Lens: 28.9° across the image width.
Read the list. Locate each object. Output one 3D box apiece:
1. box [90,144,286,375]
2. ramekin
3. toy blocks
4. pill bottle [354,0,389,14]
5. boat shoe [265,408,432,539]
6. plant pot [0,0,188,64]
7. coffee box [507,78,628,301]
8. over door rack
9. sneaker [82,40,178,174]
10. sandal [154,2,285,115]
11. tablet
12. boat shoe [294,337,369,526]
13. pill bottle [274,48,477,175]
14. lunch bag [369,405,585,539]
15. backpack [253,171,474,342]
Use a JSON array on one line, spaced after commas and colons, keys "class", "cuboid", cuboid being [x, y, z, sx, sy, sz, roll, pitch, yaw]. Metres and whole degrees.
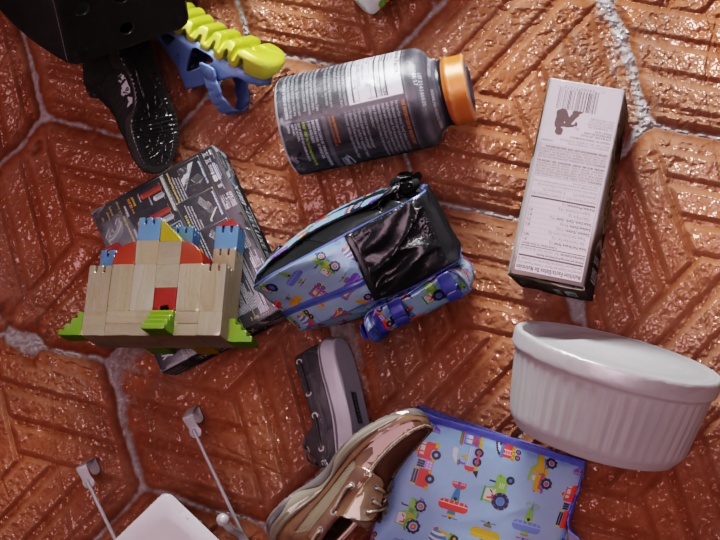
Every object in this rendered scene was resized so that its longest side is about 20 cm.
[{"class": "box", "cuboid": [-0.179, -0.010, 1.507, 0.157, 0.050, 0.200, -28, 78, 8]}, {"class": "ramekin", "cuboid": [0.234, 0.120, 1.331, 0.202, 0.202, 0.094, 16, 99, 14]}, {"class": "toy blocks", "cuboid": [-0.203, 0.008, 1.446, 0.199, 0.100, 0.137, -1, 72, 13]}, {"class": "pill bottle", "cuboid": [0.048, -0.375, 1.467, 0.200, 0.111, 0.111, -42, 77, 5]}, {"class": "boat shoe", "cuboid": [-0.001, 0.213, 1.338, 0.200, 0.076, 0.072, -45, 61, 15]}, {"class": "plant pot", "cuboid": [-0.277, -0.329, 1.426, 0.199, 0.200, 0.178, -22, 55, -16]}, {"class": "coffee box", "cuboid": [0.210, -0.078, 1.396, 0.080, 0.113, 0.200, 11, 87, 14]}, {"class": "over door rack", "cuboid": [-0.207, 0.263, 1.473, 0.148, 0.067, 0.200, -25, 79, 8]}, {"class": "sneaker", "cuboid": [-0.261, -0.200, 1.535, 0.104, 0.060, 0.200, -7, 97, 55]}, {"class": "sandal", "cuboid": [-0.179, -0.235, 1.523, 0.200, 0.079, 0.087, 33, 120, 22]}, {"class": "tablet", "cuboid": [-0.173, 0.337, 1.437, 0.130, 0.014, 0.200, -44, 96, 10]}, {"class": "boat shoe", "cuboid": [-0.030, 0.169, 1.439, 0.066, 0.070, 0.200, -20, 72, 21]}, {"class": "pill bottle", "cuboid": [0.019, -0.169, 1.453, 0.200, 0.106, 0.106, -11, 81, 11]}, {"class": "lunch bag", "cuboid": [0.125, 0.237, 1.394, 0.200, 0.094, 0.151, 17, 89, 8]}, {"class": "backpack", "cuboid": [0.000, 0.000, 1.398, 0.200, 0.183, 0.135, -28, 94, 6]}]
